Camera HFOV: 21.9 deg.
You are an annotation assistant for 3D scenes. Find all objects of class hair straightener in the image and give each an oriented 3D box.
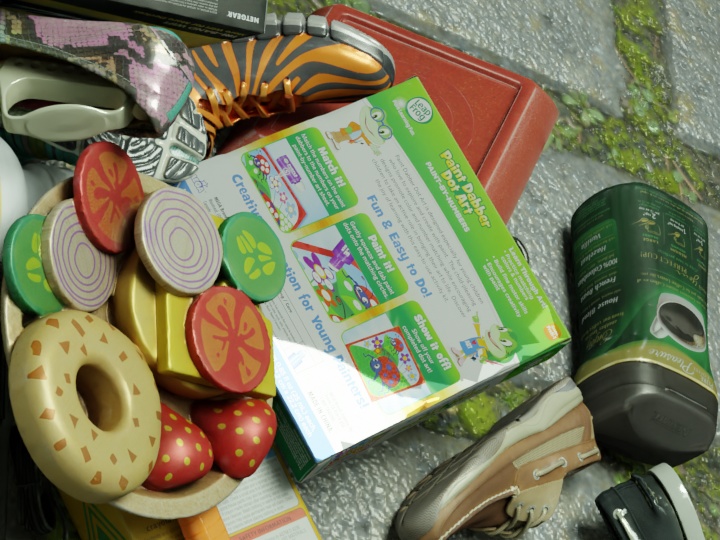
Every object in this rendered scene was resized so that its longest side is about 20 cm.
[{"bbox_3d":[-0.183,0.093,0.997,0.077,0.041,0.202,-11,100,-31],"label":"hair straightener"}]

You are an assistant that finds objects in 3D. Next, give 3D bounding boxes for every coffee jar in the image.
[{"bbox_3d":[0.207,0.042,1.367,0.104,0.085,0.201,27,49,-28],"label":"coffee jar"}]

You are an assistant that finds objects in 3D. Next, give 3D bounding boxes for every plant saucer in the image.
[{"bbox_3d":[0.023,-0.102,1.282,0.199,0.037,0.200,22,47,8],"label":"plant saucer"}]

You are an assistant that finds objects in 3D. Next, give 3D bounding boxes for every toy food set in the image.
[{"bbox_3d":[-0.113,0.033,0.997,0.199,0.048,0.199,17,62,-45],"label":"toy food set"}]

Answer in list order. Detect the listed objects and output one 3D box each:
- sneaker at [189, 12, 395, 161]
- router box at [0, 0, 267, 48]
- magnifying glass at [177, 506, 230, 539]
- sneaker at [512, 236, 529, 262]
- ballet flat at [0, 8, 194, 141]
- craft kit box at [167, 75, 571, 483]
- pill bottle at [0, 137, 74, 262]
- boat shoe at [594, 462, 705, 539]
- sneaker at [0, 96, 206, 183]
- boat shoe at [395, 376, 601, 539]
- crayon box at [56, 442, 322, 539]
[{"bbox_3d":[-0.080,-0.104,1.199,0.198,0.078,0.113,4,60,9],"label":"sneaker"},{"bbox_3d":[-0.175,-0.167,1.050,0.199,0.157,0.053,8,85,-35],"label":"router box"},{"bbox_3d":[-0.119,0.064,1.030,0.079,0.022,0.201,-26,96,-52],"label":"magnifying glass"},{"bbox_3d":[0.033,0.013,1.245,0.199,0.080,0.072,-20,78,-44],"label":"sneaker"},{"bbox_3d":[-0.190,-0.103,1.000,0.198,0.069,0.071,7,49,9],"label":"ballet flat"},{"bbox_3d":[0.000,0.000,1.144,0.197,0.049,0.201,-24,76,-25],"label":"craft kit box"},{"bbox_3d":[-0.253,-0.029,1.017,0.199,0.112,0.113,8,59,-38],"label":"pill bottle"},{"bbox_3d":[0.218,0.235,1.277,0.060,0.076,0.201,-21,87,-6],"label":"boat shoe"},{"bbox_3d":[-0.187,-0.096,1.098,0.199,0.080,0.078,16,67,-2],"label":"sneaker"},{"bbox_3d":[0.101,0.140,1.230,0.200,0.076,0.072,-31,87,-44],"label":"boat shoe"},{"bbox_3d":[-0.100,0.138,1.083,0.125,0.052,0.201,-17,76,-44],"label":"crayon box"}]
